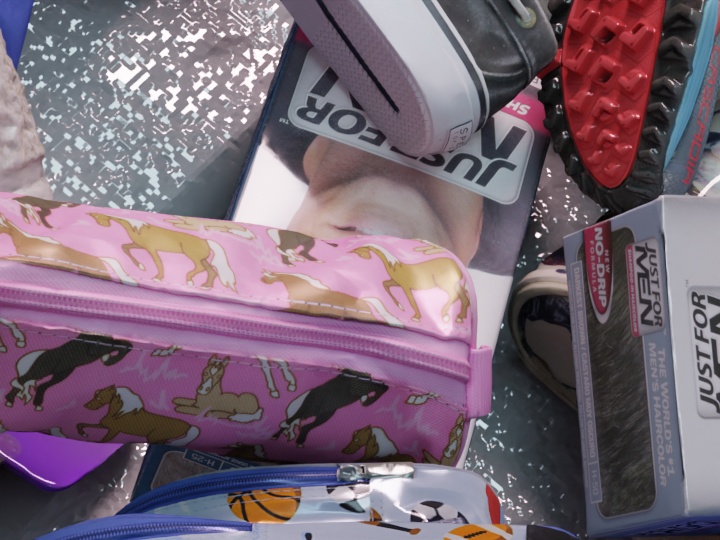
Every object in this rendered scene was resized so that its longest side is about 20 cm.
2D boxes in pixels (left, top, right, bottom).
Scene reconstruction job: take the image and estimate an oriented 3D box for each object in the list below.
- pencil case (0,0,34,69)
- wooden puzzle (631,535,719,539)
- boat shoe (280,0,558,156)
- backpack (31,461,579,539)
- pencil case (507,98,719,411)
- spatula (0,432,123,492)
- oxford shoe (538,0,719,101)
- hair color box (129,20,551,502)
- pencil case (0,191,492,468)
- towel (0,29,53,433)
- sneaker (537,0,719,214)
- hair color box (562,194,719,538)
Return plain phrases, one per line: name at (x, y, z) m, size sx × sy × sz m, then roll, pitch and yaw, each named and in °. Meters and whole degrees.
pencil case at (-0.136, -0.107, 0.857) m, size 0.087 × 0.078 × 0.201 m, roll 7°, pitch 96°, yaw -50°
wooden puzzle at (0.217, 0.086, 0.936) m, size 0.185 × 0.037 × 0.200 m, roll 41°, pitch 62°, yaw 8°
boat shoe at (-0.007, -0.135, 0.890) m, size 0.071 × 0.072 × 0.200 m, roll -33°, pitch 93°, yaw -25°
backpack at (-0.031, 0.144, 0.737) m, size 0.190 × 0.201 × 0.154 m, roll -1°, pitch 30°, yaw -9°
pencil case at (0.137, -0.020, 0.936) m, size 0.078 × 0.089 × 0.200 m, roll 48°, pitch 60°, yaw -1°
spatula at (-0.142, 0.086, 0.829) m, size 0.056 × 0.021 × 0.200 m, roll 35°, pitch 58°, yaw 12°
oxford shoe at (0.082, -0.130, 0.979) m, size 0.075 × 0.058 × 0.200 m, roll -34°, pitch 96°, yaw -37°
hair color box at (0.000, 0.000, 0.901) m, size 0.100 × 0.061 × 0.200 m, roll 20°, pitch 57°, yaw -5°
pencil case at (-0.060, 0.017, 0.761) m, size 0.199 × 0.083 × 0.087 m, roll 9°, pitch 35°, yaw -30°
towel at (-0.184, 0.007, 0.794) m, size 0.199 × 0.034 × 0.133 m, roll -21°, pitch 101°, yaw -7°
sneaker at (0.126, -0.102, 0.916) m, size 0.095 × 0.079 × 0.201 m, roll 27°, pitch 61°, yaw -29°
hair color box at (0.168, 0.033, 0.859) m, size 0.199 × 0.061 × 0.099 m, roll 2°, pitch 78°, yaw -28°
